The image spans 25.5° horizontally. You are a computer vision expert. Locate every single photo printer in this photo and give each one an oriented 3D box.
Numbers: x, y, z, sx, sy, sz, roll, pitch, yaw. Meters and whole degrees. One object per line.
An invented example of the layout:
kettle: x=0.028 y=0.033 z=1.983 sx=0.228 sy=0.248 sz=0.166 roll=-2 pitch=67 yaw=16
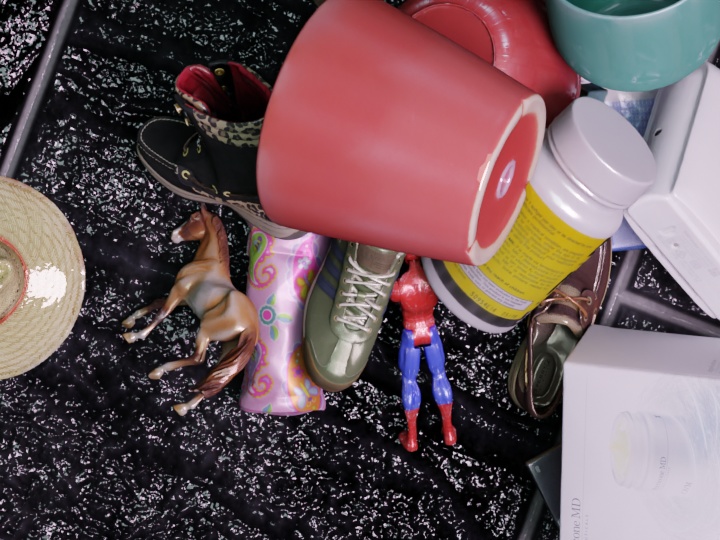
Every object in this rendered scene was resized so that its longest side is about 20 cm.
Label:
photo printer: x=0.319 y=-0.080 z=1.431 sx=0.166 sy=0.069 sz=0.201 roll=46 pitch=48 yaw=-25

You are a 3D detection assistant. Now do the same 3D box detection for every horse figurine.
horse figurine: x=-0.141 y=0.042 z=1.408 sx=0.132 sy=0.200 sz=0.050 roll=-40 pitch=134 yaw=0

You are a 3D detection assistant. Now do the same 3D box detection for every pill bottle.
pill bottle: x=0.152 y=-0.047 z=1.361 sx=0.114 sy=0.115 sz=0.200 roll=40 pitch=124 yaw=-6

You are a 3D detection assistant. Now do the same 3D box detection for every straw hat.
straw hat: x=-0.347 y=0.012 z=1.411 sx=0.199 sy=0.085 sz=0.204 roll=0 pitch=93 yaw=-5

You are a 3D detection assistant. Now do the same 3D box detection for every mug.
mug: x=0.229 y=-0.238 z=1.353 sx=0.151 sy=0.115 sz=0.186 roll=-18 pitch=50 yaw=3

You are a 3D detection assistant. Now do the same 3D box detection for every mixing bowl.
mixing bowl: x=0.085 y=-0.175 z=1.396 sx=0.198 sy=0.108 sz=0.203 roll=-2 pitch=83 yaw=19

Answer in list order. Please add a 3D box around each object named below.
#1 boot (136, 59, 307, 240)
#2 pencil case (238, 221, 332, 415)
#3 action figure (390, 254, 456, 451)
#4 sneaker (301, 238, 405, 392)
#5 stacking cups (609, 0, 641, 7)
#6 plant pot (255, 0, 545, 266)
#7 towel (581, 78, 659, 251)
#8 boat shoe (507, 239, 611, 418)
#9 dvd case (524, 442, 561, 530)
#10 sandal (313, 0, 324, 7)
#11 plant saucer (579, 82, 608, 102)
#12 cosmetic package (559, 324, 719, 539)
boot: x=-0.127 y=-0.118 z=1.364 sx=0.199 sy=0.151 sz=0.073 roll=31 pitch=66 yaw=29
pencil case: x=-0.068 y=0.030 z=1.444 sx=0.086 sy=0.087 sz=0.203 roll=1 pitch=93 yaw=-6
action figure: x=0.049 y=0.054 z=1.472 sx=0.065 sy=0.099 sz=0.202 roll=-8 pitch=116 yaw=-8
sneaker: x=0.000 y=0.000 z=1.375 sx=0.066 sy=0.090 sz=0.202 roll=18 pitch=72 yaw=-9
stacking cups: x=0.203 y=-0.207 z=1.442 sx=0.060 sy=0.061 sz=0.200 roll=43 pitch=91 yaw=-6
plant pot: x=0.040 y=-0.100 z=1.259 sx=0.176 sy=0.200 sz=0.202 roll=22 pitch=91 yaw=18
towel: x=0.243 y=-0.118 z=1.496 sx=0.145 sy=0.024 sz=0.202 roll=-5 pitch=94 yaw=-5
boat shoe: x=0.188 y=0.041 z=1.466 sx=0.071 sy=0.072 sz=0.202 roll=19 pitch=97 yaw=-5
dvd case: x=0.277 y=0.202 z=1.521 sx=0.199 sy=0.016 sz=0.150 roll=-28 pitch=95 yaw=-4
sandal: x=-0.020 y=-0.242 z=1.438 sx=0.057 sy=0.080 sz=0.203 roll=2 pitch=93 yaw=8
plant saucer: x=0.180 y=-0.074 z=1.452 sx=0.019 sy=0.070 sz=0.202 roll=15 pitch=101 yaw=-7
cosmetic package: x=0.282 y=0.167 z=1.399 sx=0.198 sy=0.123 sz=0.202 roll=5 pitch=106 yaw=21
